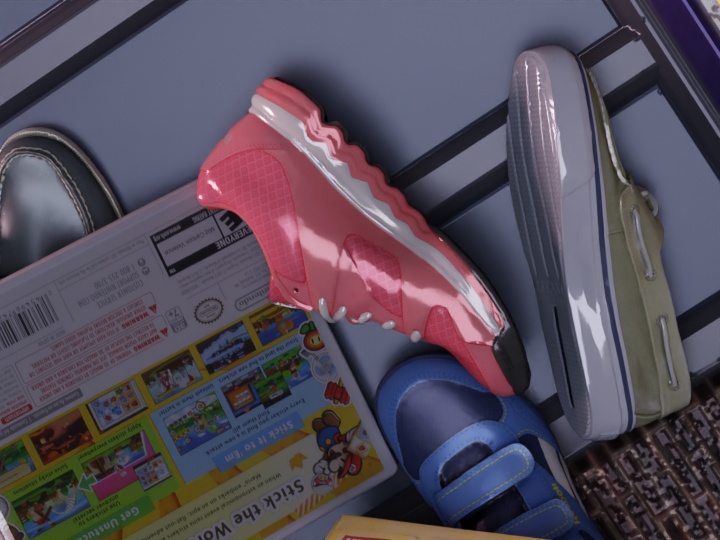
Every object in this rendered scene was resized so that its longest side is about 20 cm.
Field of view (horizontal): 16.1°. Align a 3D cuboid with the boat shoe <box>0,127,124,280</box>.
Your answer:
[{"bbox_3d":[-0.151,0.028,1.298,0.073,0.062,0.201,-7,99,10],"label":"boat shoe"}]

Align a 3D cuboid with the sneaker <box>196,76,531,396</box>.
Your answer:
[{"bbox_3d":[0.000,0.000,1.269,0.087,0.074,0.200,-44,87,0],"label":"sneaker"}]

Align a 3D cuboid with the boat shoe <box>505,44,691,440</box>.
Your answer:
[{"bbox_3d":[0.119,-0.016,1.270,0.062,0.072,0.200,-14,104,-17],"label":"boat shoe"}]

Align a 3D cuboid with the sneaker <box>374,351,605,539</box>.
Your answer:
[{"bbox_3d":[0.079,0.128,1.285,0.074,0.082,0.200,-36,94,13],"label":"sneaker"}]

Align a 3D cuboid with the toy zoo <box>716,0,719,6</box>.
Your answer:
[{"bbox_3d":[0.197,-0.211,1.241,0.131,0.020,0.200,-34,95,11],"label":"toy zoo"}]

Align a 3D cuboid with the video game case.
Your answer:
[{"bbox_3d":[-0.104,0.068,1.277,0.200,0.023,0.182,-28,98,-19],"label":"video game case"}]

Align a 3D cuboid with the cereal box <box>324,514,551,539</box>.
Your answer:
[{"bbox_3d":[0.068,0.213,1.262,0.144,0.040,0.200,3,127,31],"label":"cereal box"}]
